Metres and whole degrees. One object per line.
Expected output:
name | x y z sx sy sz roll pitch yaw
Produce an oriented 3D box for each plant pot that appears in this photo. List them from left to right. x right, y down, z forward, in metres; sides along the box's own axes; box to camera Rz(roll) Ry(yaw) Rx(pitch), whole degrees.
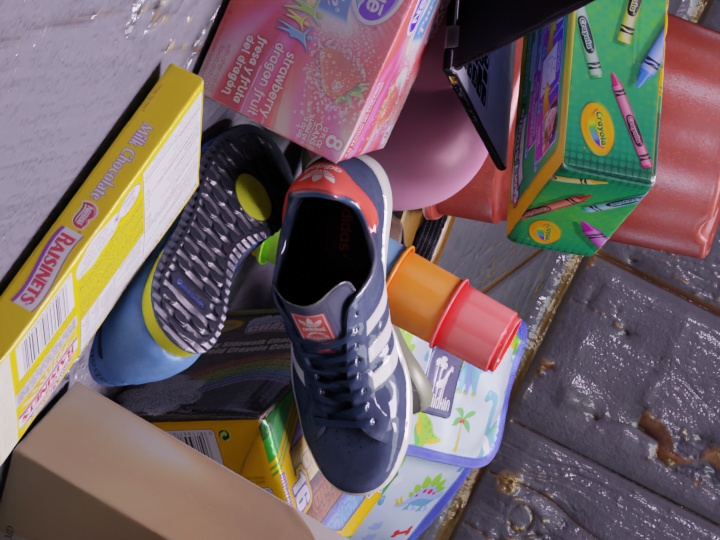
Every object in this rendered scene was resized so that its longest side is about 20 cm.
plant pot | 0.164 -0.106 1.594 0.201 0.194 0.202 16 90 -80

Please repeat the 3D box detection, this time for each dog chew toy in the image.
dog chew toy | 0.030 -0.141 1.436 0.125 0.124 0.201 -46 149 -58

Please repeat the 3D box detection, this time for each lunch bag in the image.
lunch bag | 0.011 0.095 1.665 0.169 0.128 0.200 17 116 -48

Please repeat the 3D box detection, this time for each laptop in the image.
laptop | 0.114 -0.187 1.333 0.200 0.115 0.189 55 37 -60

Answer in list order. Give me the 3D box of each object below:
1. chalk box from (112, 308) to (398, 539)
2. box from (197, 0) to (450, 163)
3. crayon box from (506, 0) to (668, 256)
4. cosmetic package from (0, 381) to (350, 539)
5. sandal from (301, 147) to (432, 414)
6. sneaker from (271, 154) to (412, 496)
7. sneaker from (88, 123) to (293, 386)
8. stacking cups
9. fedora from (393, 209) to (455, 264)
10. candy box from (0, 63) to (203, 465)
chalk box | -0.059 0.102 1.468 0.200 0.123 0.125 -45 127 -57
box | 0.001 -0.170 1.263 0.201 0.094 0.103 -65 170 13
crayon box | 0.134 -0.124 1.363 0.119 0.058 0.202 121 -23 -67
cosmetic package | -0.102 0.161 1.301 0.071 0.199 0.106 -49 163 -48
sandal | 0.010 -0.002 1.543 0.057 0.202 0.080 -24 167 -5
sneaker | -0.017 0.036 1.325 0.084 0.074 0.202 -32 117 -70
sneaker | -0.100 -0.010 1.312 0.078 0.066 0.201 -29 -157 36
stacking cups | 0.000 0.000 1.400 0.061 0.199 0.061 -56 168 -18
fedora | 0.021 -0.051 1.726 0.201 0.081 0.202 21 90 -78
candy box | -0.139 -0.003 1.182 0.201 0.026 0.102 -57 171 -28
